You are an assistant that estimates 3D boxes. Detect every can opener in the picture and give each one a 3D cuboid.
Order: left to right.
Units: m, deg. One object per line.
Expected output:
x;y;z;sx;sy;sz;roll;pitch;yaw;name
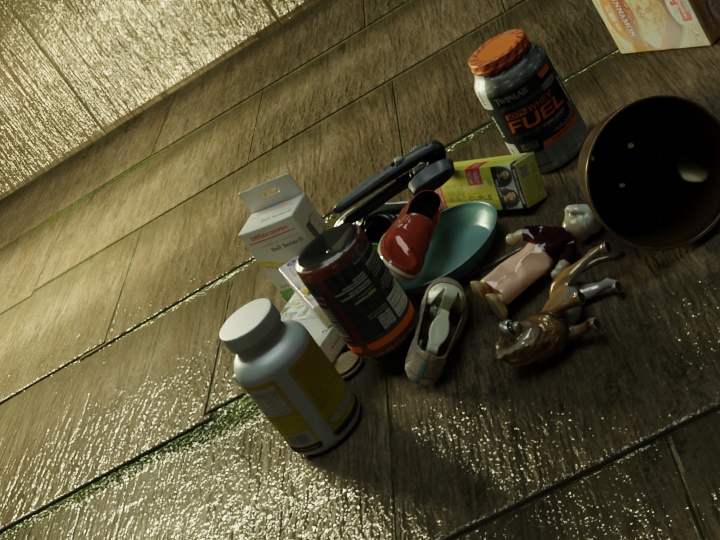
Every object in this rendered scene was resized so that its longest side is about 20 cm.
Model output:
0.047;-0.135;1.890;0.199;0.064;0.079;-26;26;11;can opener

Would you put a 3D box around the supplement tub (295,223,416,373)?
0.005;0.043;1.649;0.107;0.200;0.107;-27;25;14;supplement tub

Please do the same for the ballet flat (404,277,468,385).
0.109;0.065;1.628;0.067;0.068;0.201;106;-179;-45;ballet flat

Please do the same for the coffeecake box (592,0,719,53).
0.475;-0.436;1.973;0.073;0.154;0.200;-45;25;-21;coffeecake box

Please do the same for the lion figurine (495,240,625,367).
0.248;0.044;1.510;0.122;0.073;0.200;-30;7;43;lion figurine

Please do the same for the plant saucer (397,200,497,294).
0.123;-0.026;1.825;0.199;0.036;0.200;-28;25;15;plant saucer

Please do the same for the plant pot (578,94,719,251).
0.353;-0.130;1.575;0.186;0.187;0.200;-35;9;0;plant pot

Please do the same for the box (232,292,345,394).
-0.079;0.095;1.821;0.155;0.041;0.200;-11;32;43;box

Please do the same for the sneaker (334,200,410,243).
0.012;-0.069;1.972;0.199;0.071;0.099;-8;9;41;sneaker

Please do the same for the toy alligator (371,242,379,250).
0.000;0.000;1.764;0.059;0.055;0.200;20;25;15;toy alligator

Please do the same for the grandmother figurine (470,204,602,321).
0.240;-0.021;1.644;0.200;0.061;0.121;-37;51;-10;grandmother figurine

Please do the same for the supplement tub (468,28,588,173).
0.254;-0.258;1.879;0.122;0.200;0.123;-29;25;15;supplement tub

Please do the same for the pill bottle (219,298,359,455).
-0.095;0.137;1.606;0.112;0.200;0.112;-28;25;14;pill bottle

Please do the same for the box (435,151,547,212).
0.188;-0.131;1.875;0.050;0.076;0.199;-29;18;-35;box

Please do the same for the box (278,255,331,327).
-0.073;0.029;1.835;0.039;0.042;0.200;-35;24;-5;box

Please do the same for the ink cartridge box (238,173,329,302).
-0.111;-0.045;1.963;0.117;0.200;0.067;-19;28;32;ink cartridge box

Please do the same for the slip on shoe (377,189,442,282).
0.075;-0.053;1.793;0.061;0.074;0.200;-61;1;39;slip on shoe

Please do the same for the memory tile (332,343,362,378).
-0.034;0.116;1.793;0.200;0.017;0.153;-46;26;-25;memory tile
